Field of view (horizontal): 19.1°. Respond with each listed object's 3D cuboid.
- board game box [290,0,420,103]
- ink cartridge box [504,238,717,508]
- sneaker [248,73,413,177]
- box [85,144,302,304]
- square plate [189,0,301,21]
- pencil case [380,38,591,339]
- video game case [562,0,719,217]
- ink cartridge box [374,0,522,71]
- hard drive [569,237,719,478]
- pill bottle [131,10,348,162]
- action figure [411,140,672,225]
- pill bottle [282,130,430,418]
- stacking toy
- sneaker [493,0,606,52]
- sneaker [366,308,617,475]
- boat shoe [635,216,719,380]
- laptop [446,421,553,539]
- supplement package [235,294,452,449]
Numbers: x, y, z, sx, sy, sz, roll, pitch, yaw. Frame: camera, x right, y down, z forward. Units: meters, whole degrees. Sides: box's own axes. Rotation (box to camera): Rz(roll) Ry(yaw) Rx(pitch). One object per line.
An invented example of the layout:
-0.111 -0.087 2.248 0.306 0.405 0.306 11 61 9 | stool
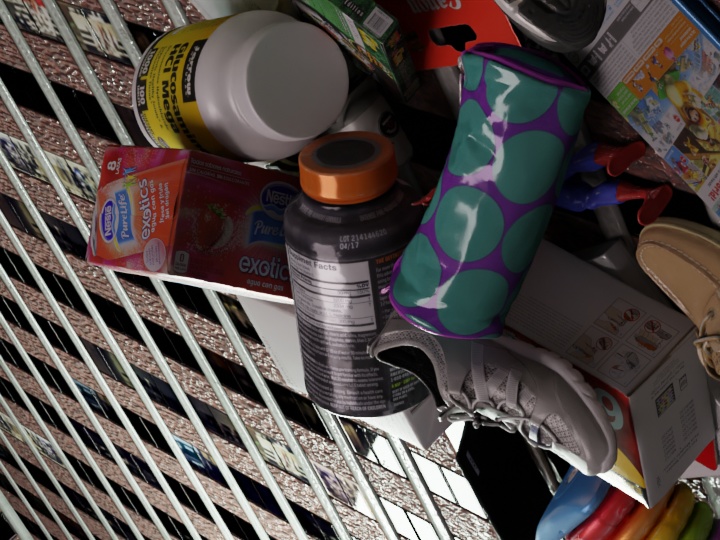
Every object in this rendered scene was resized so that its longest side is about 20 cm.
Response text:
-0.009 -0.175 1.504 0.105 0.023 0.200 41 178 8 | board game box
0.156 0.077 1.563 0.199 0.084 0.176 30 152 36 | ink cartridge box
-0.027 -0.091 1.711 0.089 0.074 0.200 50 155 -14 | sneaker
-0.099 -0.032 1.630 0.099 0.096 0.199 7 176 43 | box
-0.114 -0.250 1.672 0.198 0.028 0.200 47 159 5 | square plate
0.083 -0.054 1.415 0.092 0.085 0.201 26 114 17 | pencil case
0.184 -0.132 1.319 0.200 0.018 0.143 47 158 4 | video game case
0.010 -0.214 1.471 0.201 0.047 0.160 57 157 -17 | ink cartridge box
0.215 0.069 1.586 0.200 0.026 0.132 52 158 -8 | hard drive
-0.090 -0.138 1.620 0.113 0.112 0.200 55 159 -17 | pill bottle
0.117 -0.047 1.490 0.065 0.099 0.200 57 159 -19 | action figure
0.000 0.000 1.579 0.106 0.106 0.201 26 132 44 | pill bottle
0.250 0.215 1.693 0.199 0.110 0.116 36 146 0 | stacking toy
0.092 -0.201 1.289 0.201 0.074 0.085 61 178 30 | sneaker
0.091 0.088 1.480 0.200 0.082 0.075 35 152 29 | sneaker
0.254 0.039 1.410 0.200 0.064 0.071 39 157 23 | boat shoe
0.094 0.174 1.889 0.199 0.103 0.178 17 142 53 | laptop
0.010 0.046 1.810 0.199 0.120 0.122 21 147 50 | supplement package
